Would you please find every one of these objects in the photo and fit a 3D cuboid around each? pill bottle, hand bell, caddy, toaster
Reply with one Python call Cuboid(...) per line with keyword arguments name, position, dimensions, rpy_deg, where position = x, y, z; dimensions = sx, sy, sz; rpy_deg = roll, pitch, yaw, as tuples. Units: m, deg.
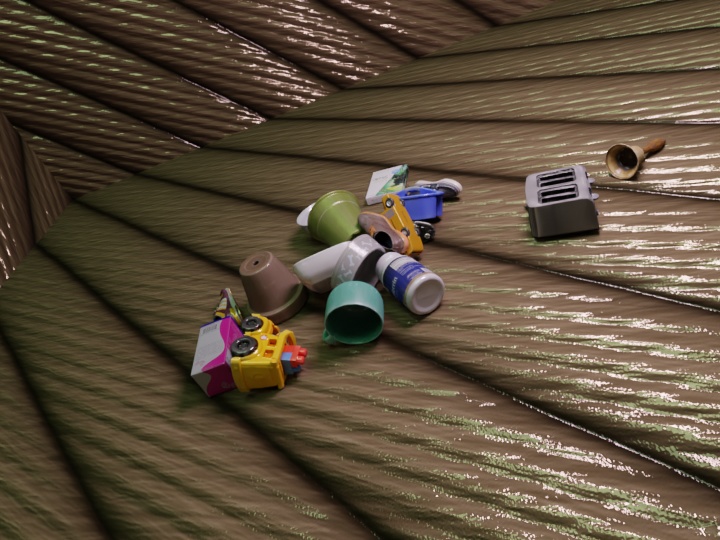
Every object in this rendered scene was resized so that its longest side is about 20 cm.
Cuboid(name="pill bottle", position=(0.128, 0.027, 1.365), dimensions=(0.116, 0.116, 0.200), rpy_deg=(-33, 35, -12))
Cuboid(name="hand bell", position=(0.829, -0.351, 1.477), dimensions=(0.200, 0.104, 0.104), rpy_deg=(-26, 32, -23))
Cuboid(name="caddy", position=(0.174, -0.218, 1.623), dimensions=(0.200, 0.105, 0.141), rpy_deg=(-3, 10, 28))
Cuboid(name="toaster", position=(0.546, -0.186, 1.385), dimensions=(0.200, 0.119, 0.181), rpy_deg=(-8, 37, 23))

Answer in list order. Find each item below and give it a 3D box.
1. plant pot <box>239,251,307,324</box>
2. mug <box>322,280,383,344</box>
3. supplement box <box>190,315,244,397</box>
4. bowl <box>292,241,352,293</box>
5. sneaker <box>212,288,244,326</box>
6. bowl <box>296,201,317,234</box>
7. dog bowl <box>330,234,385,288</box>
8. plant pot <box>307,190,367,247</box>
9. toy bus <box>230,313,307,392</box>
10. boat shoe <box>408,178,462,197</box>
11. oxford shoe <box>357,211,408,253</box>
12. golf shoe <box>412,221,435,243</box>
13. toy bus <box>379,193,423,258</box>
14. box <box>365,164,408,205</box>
Cuboid(name="plant pot", position=(-0.286, 0.042, 1.551), dimensions=(0.200, 0.175, 0.200), rpy_deg=(-17, 36, 13))
Cuboid(name="mug", position=(-0.030, 0.105, 1.323), dimensions=(0.185, 0.152, 0.115), rpy_deg=(-12, 39, 13))
Cuboid(name="supplement box", position=(-0.398, 0.240, 1.422), dimensions=(0.101, 0.104, 0.200), rpy_deg=(-20, 34, 6))
Cuboid(name="bowl", position=(-0.089, 0.002, 1.499), dimensions=(0.200, 0.200, 0.075), rpy_deg=(-22, 73, 2))
Cuboid(name="sneaker", position=(-0.441, 0.127, 1.622), dimensions=(0.090, 0.075, 0.200), rpy_deg=(-28, 33, -14))
Cuboid(name="bowl", position=(-0.121, -0.181, 1.809), dimensions=(0.201, 0.091, 0.201), rpy_deg=(-19, 29, 11))
Cuboid(name="dog bowl", position=(0.000, 0.000, 1.421), dimensions=(0.059, 0.200, 0.200), rpy_deg=(30, 59, 25))
Cuboid(name="plant pot", position=(-0.046, -0.131, 1.641), dimensions=(0.200, 0.200, 0.190), rpy_deg=(-31, 46, -9))
Cuboid(name="toy bus", position=(-0.231, 0.215, 1.341), dimensions=(0.191, 0.136, 0.200), rpy_deg=(-3, 36, 8))
Cuboid(name="boat shoe", position=(0.248, -0.256, 1.714), dimensions=(0.200, 0.075, 0.093), rpy_deg=(8, 52, 49))
Cuboid(name="oxford shoe", position=(0.052, -0.119, 1.482), dimensions=(0.200, 0.071, 0.073), rpy_deg=(36, 25, 34))
Cuboid(name="golf shoe", position=(0.146, -0.131, 1.602), dimensions=(0.200, 0.077, 0.088), rpy_deg=(-4, 31, 26))
Cuboid(name="toy bus", position=(0.118, -0.132, 1.517), dimensions=(0.078, 0.065, 0.200), rpy_deg=(-38, 68, 36))
Cuboid(name="box", position=(0.105, -0.330, 1.921), dimensions=(0.144, 0.036, 0.200), rpy_deg=(-11, 38, 20))
